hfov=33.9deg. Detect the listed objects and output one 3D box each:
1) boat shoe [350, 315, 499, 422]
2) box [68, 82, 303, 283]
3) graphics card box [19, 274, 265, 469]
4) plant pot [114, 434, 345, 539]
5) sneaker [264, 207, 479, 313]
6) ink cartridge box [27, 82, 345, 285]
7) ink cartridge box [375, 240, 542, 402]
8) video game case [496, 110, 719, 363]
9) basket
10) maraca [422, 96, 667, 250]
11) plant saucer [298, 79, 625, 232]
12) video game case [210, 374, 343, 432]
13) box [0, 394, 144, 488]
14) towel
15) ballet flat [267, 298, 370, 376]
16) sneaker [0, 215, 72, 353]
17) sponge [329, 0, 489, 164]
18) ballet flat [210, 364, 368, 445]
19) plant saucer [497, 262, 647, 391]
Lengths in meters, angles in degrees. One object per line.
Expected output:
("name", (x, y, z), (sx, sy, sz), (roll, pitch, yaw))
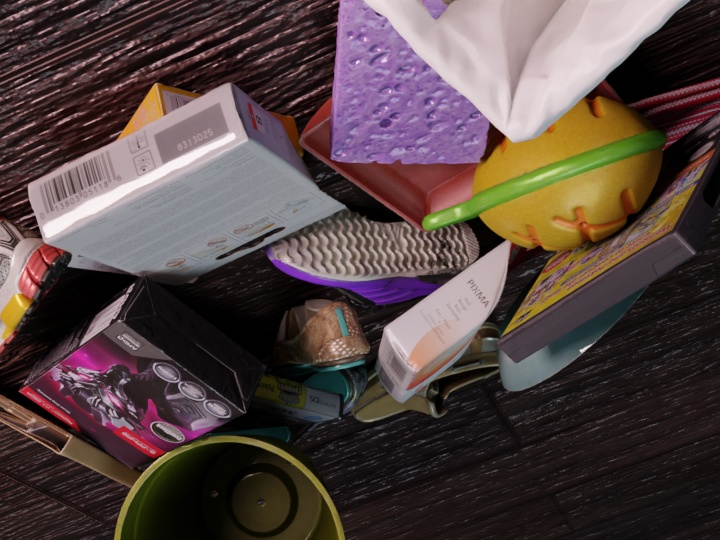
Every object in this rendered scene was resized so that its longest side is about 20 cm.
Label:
("boat shoe", (0.067, 0.121, 1.248), (0.199, 0.077, 0.071), (-36, 145, 30))
("box", (-0.144, -0.052, 0.891), (0.118, 0.042, 0.200), (8, 140, -36))
("graphics card box", (-0.179, 0.088, 0.951), (0.125, 0.051, 0.199), (40, 139, -19))
("plant pot", (-0.104, 0.235, 1.081), (0.198, 0.203, 0.193), (-19, -179, 4))
("sneaker", (0.000, 0.001, 1.021), (0.198, 0.070, 0.100), (3, 148, -29))
("ink cartridge box", (-0.114, -0.053, 0.843), (0.161, 0.051, 0.200), (-24, 166, 13))
("ink cartridge box", (0.106, 0.032, 1.033), (0.199, 0.050, 0.162), (-32, 168, -10))
("video game case", (0.203, -0.030, 0.888), (0.200, 0.025, 0.181), (-40, -171, 50))
("basket", (0.090, -0.212, 0.547), (0.200, 0.198, 0.161), (-43, -175, 38))
("maraca", (0.133, -0.065, 0.874), (0.199, 0.108, 0.136), (-20, 175, 42))
("plant saucer", (0.080, -0.121, 0.892), (0.198, 0.037, 0.199), (-30, 149, 21))
("video game case", (-0.147, 0.123, 1.113), (0.198, 0.026, 0.180), (-12, 158, 38))
("box", (-0.272, 0.157, 1.088), (0.162, 0.021, 0.200), (21, 165, 28))
("towel", (0.250, -0.099, 0.986), (0.143, 0.023, 0.200), (-17, 161, -10))
("ballet flat", (-0.041, 0.061, 1.092), (0.070, 0.066, 0.200), (-10, 176, -23))
("sneaker", (-0.286, 0.011, 0.905), (0.082, 0.078, 0.200), (37, 142, -10))
("sponge", (0.039, -0.153, 0.768), (0.110, 0.030, 0.202), (-1, 137, -6))
("ballet flat", (-0.068, 0.141, 1.226), (0.199, 0.073, 0.072), (-28, 149, 31))
("plant saucer", (0.182, 0.017, 1.014), (0.036, 0.200, 0.200), (44, 126, -7))
